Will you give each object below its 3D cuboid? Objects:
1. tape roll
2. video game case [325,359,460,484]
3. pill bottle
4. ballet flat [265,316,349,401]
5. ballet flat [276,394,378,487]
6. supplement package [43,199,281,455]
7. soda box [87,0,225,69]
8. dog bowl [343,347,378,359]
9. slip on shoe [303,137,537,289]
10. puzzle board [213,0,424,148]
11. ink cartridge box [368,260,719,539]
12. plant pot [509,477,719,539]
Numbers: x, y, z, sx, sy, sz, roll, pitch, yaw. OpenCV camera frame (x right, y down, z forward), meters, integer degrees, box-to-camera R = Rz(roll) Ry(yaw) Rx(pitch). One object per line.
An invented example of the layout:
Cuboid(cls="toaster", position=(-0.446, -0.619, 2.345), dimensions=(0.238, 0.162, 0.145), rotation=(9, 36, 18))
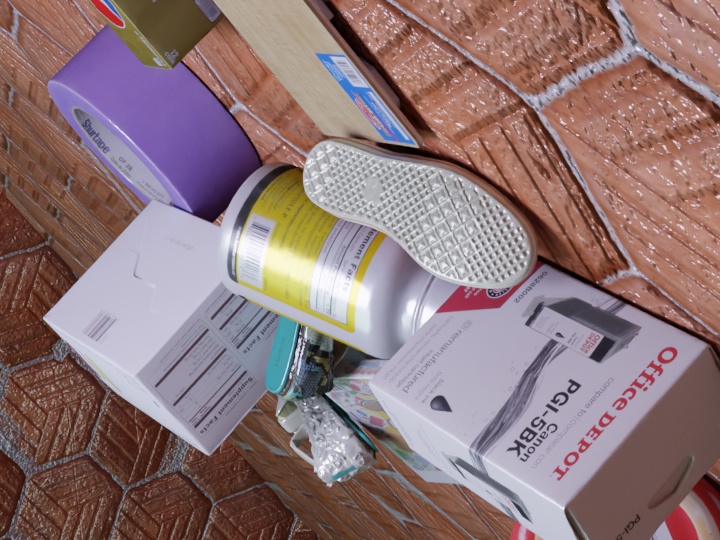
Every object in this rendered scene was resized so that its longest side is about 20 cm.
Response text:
Cuboid(cls="tape roll", position=(-0.192, -0.131, 1.487), dimensions=(0.200, 0.085, 0.200), rotation=(41, 166, 12))
Cuboid(cls="video game case", position=(0.077, 0.135, 1.387), dimensions=(0.181, 0.023, 0.200), rotation=(-2, 145, 41))
Cuboid(cls="pill bottle", position=(0.000, 0.000, 1.197), dimensions=(0.199, 0.112, 0.111), rotation=(23, 159, 26))
Cuboid(cls="ballet flat", position=(-0.028, 0.012, 1.329), dimensions=(0.074, 0.201, 0.074), rotation=(14, -166, -4))
Cuboid(cls="ballet flat", position=(-0.046, 0.134, 1.485), dimensions=(0.072, 0.072, 0.200), rotation=(51, -179, -30))
Cuboid(cls="supplement package", position=(-0.159, 0.045, 1.414), dimensions=(0.111, 0.156, 0.200), rotation=(50, 164, -31))
Cuboid(cls="soda box", position=(-0.191, -0.242, 1.166), dimensions=(0.200, 0.064, 0.068), rotation=(50, 166, -24))
Cuboid(cls="dog bowl", position=(-0.004, 0.041, 1.470), dimensions=(0.200, 0.079, 0.200), rotation=(42, 168, 11))
Cuboid(cls="slip on shoe", position=(0.047, -0.043, 1.099), dimensions=(0.199, 0.075, 0.061), rotation=(25, -167, 40))
Cuboid(cls="puzzle board", position=(-0.047, -0.165, 1.084), dimensions=(0.200, 0.017, 0.150), rotation=(49, 165, -24))
Cuboid(cls="ink cartridge box", position=(0.126, 0.085, 1.050), dimensions=(0.200, 0.147, 0.083), rotation=(28, 159, 47))
Cuboid(cls="plant pot", position=(0.205, 0.252, 1.234), dimensions=(0.200, 0.200, 0.183), rotation=(38, 163, 24))
